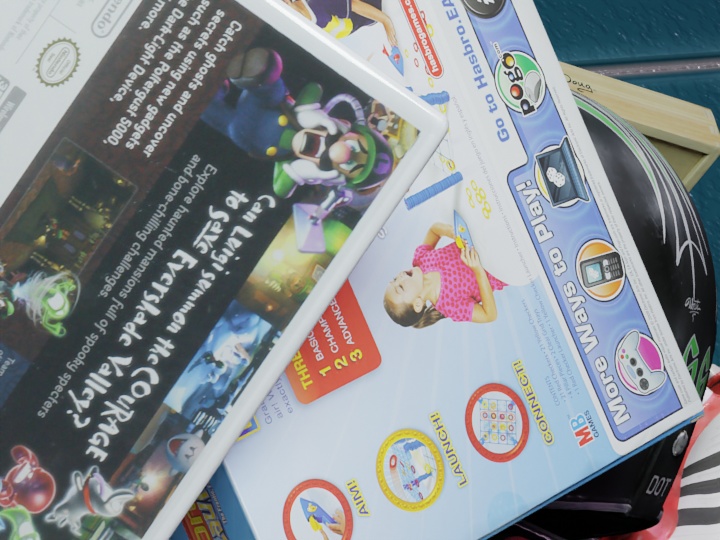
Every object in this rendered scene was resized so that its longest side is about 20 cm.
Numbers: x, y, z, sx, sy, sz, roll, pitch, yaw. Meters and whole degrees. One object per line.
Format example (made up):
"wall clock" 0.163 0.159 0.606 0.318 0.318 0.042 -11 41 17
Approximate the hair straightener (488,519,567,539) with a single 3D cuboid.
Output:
"hair straightener" 0.125 0.135 1.081 0.199 0.041 0.077 18 9 -16

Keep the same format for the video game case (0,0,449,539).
"video game case" -0.101 -0.016 0.879 0.181 0.200 0.023 35 -1 -4

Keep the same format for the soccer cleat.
"soccer cleat" 0.166 0.102 1.288 0.085 0.069 0.200 47 39 -3

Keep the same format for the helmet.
"helmet" 0.045 0.010 1.146 0.199 0.200 0.192 7 77 -36

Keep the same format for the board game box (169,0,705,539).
"board game box" 0.000 0.000 0.971 0.195 0.056 0.201 -25 94 -35

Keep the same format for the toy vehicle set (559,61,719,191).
"toy vehicle set" 0.052 -0.047 1.293 0.199 0.124 0.027 15 42 -30
